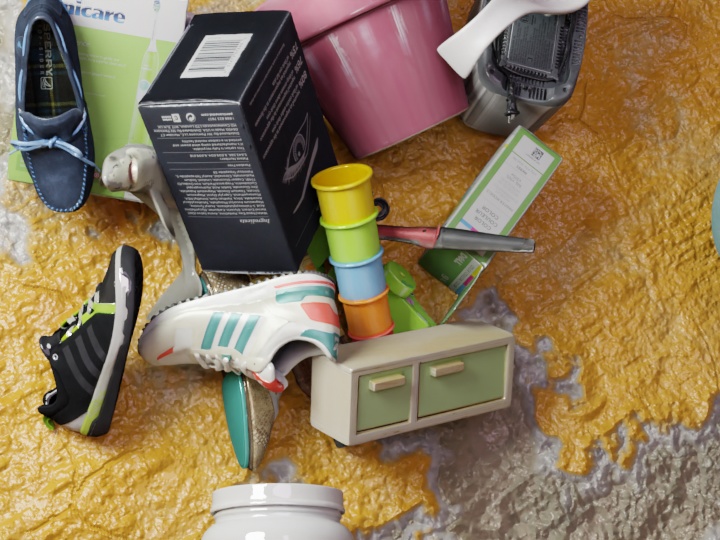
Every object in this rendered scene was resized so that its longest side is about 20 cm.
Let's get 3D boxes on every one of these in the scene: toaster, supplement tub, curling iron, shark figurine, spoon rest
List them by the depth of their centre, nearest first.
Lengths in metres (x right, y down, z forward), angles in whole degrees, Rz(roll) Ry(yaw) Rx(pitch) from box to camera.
[{"bbox_3d":[-0.074,0.299,1.399,0.143,0.144,0.202,2,74,-12],"label":"supplement tub"},{"bbox_3d":[-0.201,-0.060,1.458,0.089,0.215,0.129,0,51,18],"label":"shark figurine"},{"bbox_3d":[0.069,-0.042,1.486,0.199,0.026,0.050,13,88,18],"label":"curling iron"},{"bbox_3d":[0.158,-0.267,1.514,0.099,0.061,0.200,45,64,-1],"label":"spoon rest"},{"bbox_3d":[0.163,-0.222,1.611,0.113,0.129,0.202,11,71,-8],"label":"toaster"}]

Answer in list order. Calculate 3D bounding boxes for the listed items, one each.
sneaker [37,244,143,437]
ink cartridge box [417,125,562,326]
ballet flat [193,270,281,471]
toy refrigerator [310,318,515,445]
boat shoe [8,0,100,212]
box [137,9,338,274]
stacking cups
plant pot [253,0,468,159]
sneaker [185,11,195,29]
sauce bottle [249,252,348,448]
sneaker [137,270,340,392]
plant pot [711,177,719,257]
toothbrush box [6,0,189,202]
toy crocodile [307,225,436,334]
[{"bbox_3d":[-0.252,0.067,1.421,0.082,0.072,0.201,14,113,-6],"label":"sneaker"},{"bbox_3d":[0.115,-0.040,1.561,0.059,0.104,0.200,36,70,0],"label":"ink cartridge box"},{"bbox_3d":[-0.107,0.090,1.496,0.065,0.070,0.201,-10,79,-26],"label":"ballet flat"},{"bbox_3d":[0.053,0.104,1.477,0.199,0.070,0.077,-8,109,-35],"label":"toy refrigerator"},{"bbox_3d":[-0.286,-0.143,1.406,0.083,0.069,0.201,-10,112,-2],"label":"boat shoe"},{"bbox_3d":[-0.106,-0.117,1.441,0.104,0.201,0.148,1,41,21],"label":"box"},{"bbox_3d":[0.000,0.000,1.487,0.060,0.060,0.201,-20,116,-17],"label":"stacking cups"},{"bbox_3d":[0.015,-0.218,1.556,0.199,0.200,0.180,-26,97,-18],"label":"plant pot"},{"bbox_3d":[-0.159,-0.183,1.561,0.200,0.081,0.088,43,77,7],"label":"sneaker"},{"bbox_3d":[-0.044,0.073,1.507,0.066,0.066,0.201,-25,95,-18],"label":"sauce bottle"},{"bbox_3d":[-0.110,0.070,1.423,0.198,0.070,0.094,-16,68,11],"label":"sneaker"},{"bbox_3d":[0.447,-0.046,1.620,0.198,0.135,0.202,3,73,-11],"label":"plant pot"},{"bbox_3d":[-0.249,-0.179,1.480,0.144,0.086,0.201,8,109,-10],"label":"toothbrush box"},{"bbox_3d":[-0.005,-0.002,1.550,0.200,0.062,0.068,41,111,1],"label":"toy crocodile"}]
